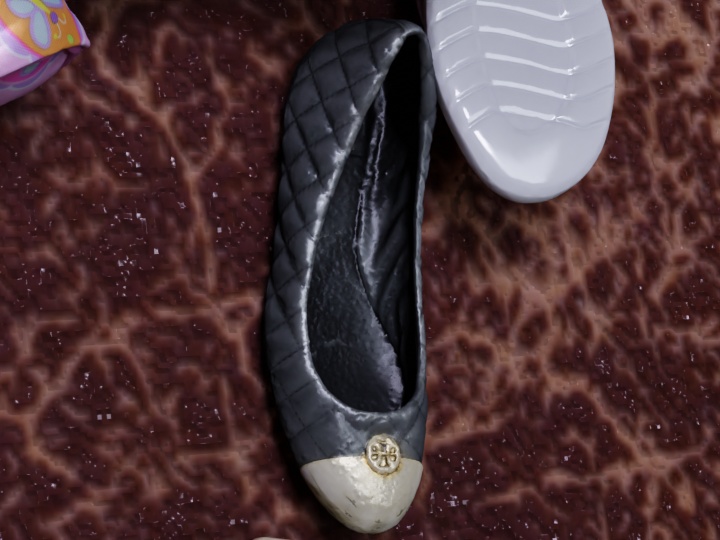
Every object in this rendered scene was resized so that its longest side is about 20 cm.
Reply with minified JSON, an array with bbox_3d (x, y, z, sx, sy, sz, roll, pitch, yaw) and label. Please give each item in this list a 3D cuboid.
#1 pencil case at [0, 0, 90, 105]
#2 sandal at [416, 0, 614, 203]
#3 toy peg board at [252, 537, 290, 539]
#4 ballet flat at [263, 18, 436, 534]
[{"bbox_3d":[-0.167,-0.147,0.791,0.087,0.087,0.201,-27,96,-35],"label":"pencil case"},{"bbox_3d":[0.052,-0.118,0.956,0.082,0.050,0.204,-5,70,-20],"label":"sandal"},{"bbox_3d":[0.042,0.196,0.799,0.199,0.098,0.200,7,74,4],"label":"toy peg board"},{"bbox_3d":[0.000,0.000,0.892,0.066,0.057,0.201,4,79,-34],"label":"ballet flat"}]
